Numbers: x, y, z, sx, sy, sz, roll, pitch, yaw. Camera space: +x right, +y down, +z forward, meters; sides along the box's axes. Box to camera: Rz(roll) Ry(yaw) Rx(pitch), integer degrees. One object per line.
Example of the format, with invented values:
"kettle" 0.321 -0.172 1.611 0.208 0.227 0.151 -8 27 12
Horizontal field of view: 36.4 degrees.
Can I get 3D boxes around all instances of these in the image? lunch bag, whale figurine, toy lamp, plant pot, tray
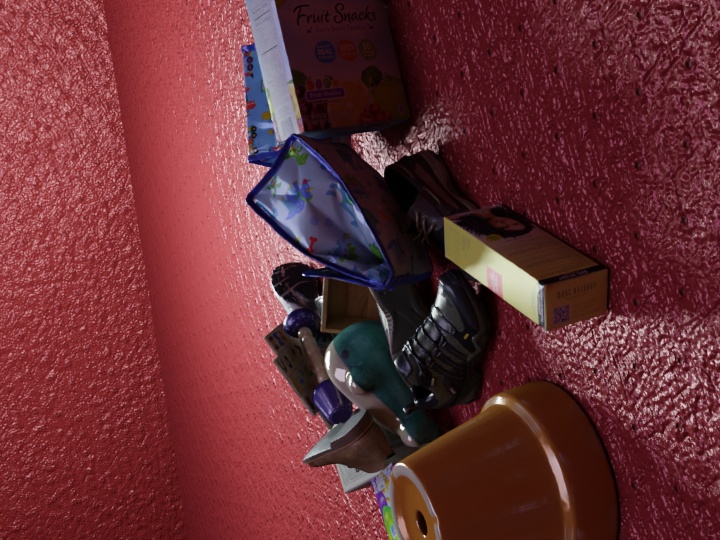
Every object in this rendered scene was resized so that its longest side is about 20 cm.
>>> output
"lunch bag" -0.011 -0.053 1.288 0.200 0.170 0.128 41 107 14
"whale figurine" 0.042 0.147 1.449 0.104 0.158 0.200 -50 57 10
"toy lamp" -0.059 0.141 1.600 0.201 0.057 0.059 -116 23 -46
"lunch bag" -0.059 -0.206 1.427 0.093 0.199 0.153 -9 81 30
"plant pot" 0.135 0.235 1.136 0.200 0.181 0.204 167 90 -70
"tray" 0.000 0.000 1.471 0.037 0.097 0.202 -87 1 -52

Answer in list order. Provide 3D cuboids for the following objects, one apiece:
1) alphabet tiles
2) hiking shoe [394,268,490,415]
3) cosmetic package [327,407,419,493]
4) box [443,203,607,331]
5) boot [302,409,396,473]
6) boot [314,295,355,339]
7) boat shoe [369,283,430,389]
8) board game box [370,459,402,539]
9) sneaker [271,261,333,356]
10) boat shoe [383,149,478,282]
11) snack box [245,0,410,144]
"alphabet tiles" -0.083 0.156 1.658 0.167 0.006 0.200 55 -171 -1
"hiking shoe" 0.092 0.092 1.273 0.076 0.099 0.202 50 151 46
"cosmetic package" 0.020 0.257 1.611 0.200 0.072 0.105 132 123 -66
"box" 0.158 -0.008 1.085 0.200 0.074 0.051 -139 40 -57
"boot" -0.018 0.247 1.464 0.075 0.074 0.200 45 152 -5
"boot" -0.010 0.087 1.622 0.200 0.067 0.133 140 111 -76
"boat shoe" 0.060 0.060 1.407 0.066 0.071 0.203 -56 -57 -79
"board game box" 0.101 0.342 1.404 0.105 0.102 0.203 123 131 -63
"sneaker" -0.095 0.071 1.804 0.087 0.077 0.201 94 154 -46
"boat shoe" 0.085 -0.057 1.251 0.075 0.072 0.201 96 152 -42
"snack box" -0.040 -0.265 1.312 0.067 0.167 0.203 -16 88 52
